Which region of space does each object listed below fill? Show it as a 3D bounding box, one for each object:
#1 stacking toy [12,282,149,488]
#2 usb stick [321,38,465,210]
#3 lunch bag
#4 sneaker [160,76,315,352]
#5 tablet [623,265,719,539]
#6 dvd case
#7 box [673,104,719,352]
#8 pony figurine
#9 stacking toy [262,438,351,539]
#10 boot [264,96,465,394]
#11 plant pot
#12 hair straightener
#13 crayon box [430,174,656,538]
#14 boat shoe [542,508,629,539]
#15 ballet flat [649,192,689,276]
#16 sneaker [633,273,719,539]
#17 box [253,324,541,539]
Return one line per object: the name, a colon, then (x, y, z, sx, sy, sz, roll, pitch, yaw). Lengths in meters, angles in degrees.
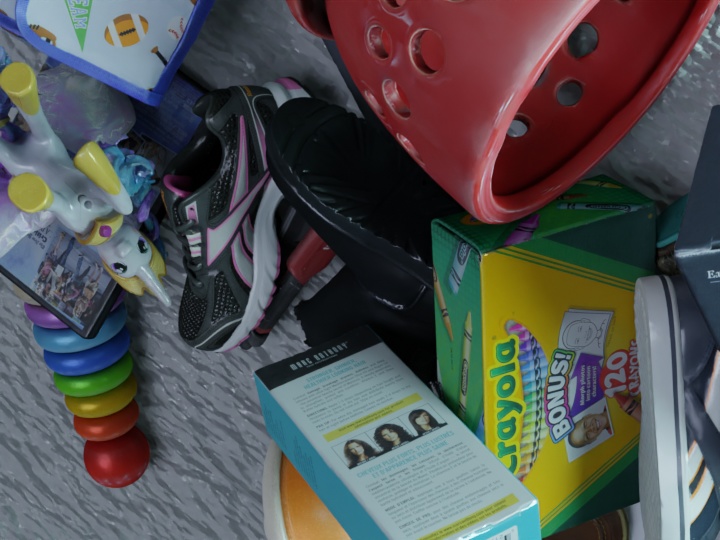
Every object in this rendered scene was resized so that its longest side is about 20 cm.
stacking toy: (-0.208, 0.083, 1.187, 0.085, 0.085, 0.202, 5, 118, 34)
usb stick: (0.021, -0.112, 0.956, 0.055, 0.033, 0.202, -26, 94, 41)
lunch bag: (-0.174, -0.220, 0.961, 0.199, 0.124, 0.171, 30, 97, 18)
sneaker: (-0.101, -0.040, 1.015, 0.080, 0.086, 0.202, 43, 124, 48)
tablet: (0.178, 0.098, 0.950, 0.129, 0.014, 0.202, -19, 99, 40)
dvd case: (-0.199, -0.072, 1.091, 0.142, 0.018, 0.201, 35, 101, 18)
box: (0.262, 0.015, 0.736, 0.147, 0.108, 0.201, -6, 134, 33)
pony figurine: (-0.209, -0.066, 0.990, 0.193, 0.167, 0.200, 42, 172, 23)
stacking toy: (0.045, 0.152, 1.020, 0.198, 0.146, 0.148, -16, 101, 21)
boot: (0.000, -0.001, 0.962, 0.197, 0.074, 0.163, 37, 144, -2)
plant pot: (0.069, -0.155, 0.799, 0.182, 0.199, 0.202, 42, 129, 22)
hair straightener: (-0.053, -0.017, 1.060, 0.201, 0.041, 0.077, -58, 47, 43)
crayon box: (0.108, 0.056, 0.883, 0.058, 0.118, 0.202, 39, 139, 55)
boat shoe: (0.112, 0.216, 1.009, 0.072, 0.067, 0.201, 44, 132, 13)
ballet flat: (0.242, -0.045, 0.814, 0.075, 0.068, 0.200, 36, 136, -10)
sneaker: (0.199, 0.096, 0.856, 0.078, 0.079, 0.202, -5, 117, 0)
box: (0.017, 0.110, 0.864, 0.200, 0.082, 0.050, 44, 150, 51)
